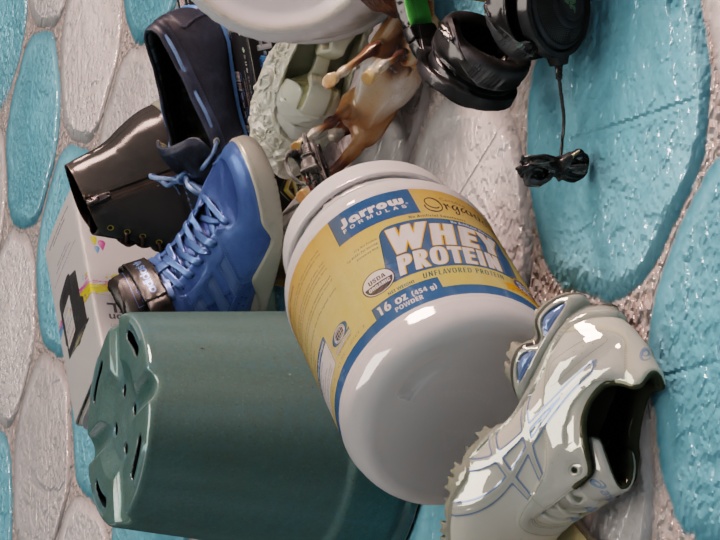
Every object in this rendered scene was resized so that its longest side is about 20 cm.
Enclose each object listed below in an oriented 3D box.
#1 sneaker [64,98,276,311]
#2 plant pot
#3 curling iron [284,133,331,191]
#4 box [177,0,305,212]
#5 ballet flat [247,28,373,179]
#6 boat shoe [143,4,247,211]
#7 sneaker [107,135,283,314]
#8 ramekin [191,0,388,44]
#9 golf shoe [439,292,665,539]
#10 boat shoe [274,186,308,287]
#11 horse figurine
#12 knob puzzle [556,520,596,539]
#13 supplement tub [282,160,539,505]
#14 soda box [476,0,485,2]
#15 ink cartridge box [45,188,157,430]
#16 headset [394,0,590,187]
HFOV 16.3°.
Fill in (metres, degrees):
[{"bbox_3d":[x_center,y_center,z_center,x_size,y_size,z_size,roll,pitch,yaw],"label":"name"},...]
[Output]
[{"bbox_3d":[-0.151,-0.025,1.983,0.201,0.106,0.075,61,165,-13],"label":"sneaker"},{"bbox_3d":[-0.079,0.110,1.760,0.200,0.195,0.201,-174,90,-67],"label":"plant pot"},{"bbox_3d":[0.000,0.000,1.694,0.201,0.025,0.050,63,-167,0],"label":"curling iron"},{"bbox_3d":[-0.085,-0.136,1.953,0.159,0.046,0.201,-163,60,-67],"label":"box"},{"bbox_3d":[-0.030,-0.156,1.829,0.201,0.071,0.072,-70,25,15],"label":"ballet flat"},{"bbox_3d":[-0.130,-0.097,1.903,0.084,0.068,0.201,-10,96,47],"label":"boat shoe"},{"bbox_3d":[-0.123,-0.004,1.815,0.077,0.111,0.201,-122,31,-41],"label":"sneaker"},{"bbox_3d":[-0.050,-0.248,1.729,0.094,0.201,0.203,-49,-27,-70],"label":"ramekin"},{"bbox_3d":[0.111,0.117,1.438,0.097,0.078,0.201,41,119,49],"label":"golf shoe"},{"bbox_3d":[-0.024,-0.032,1.834,0.200,0.070,0.070,-24,56,61],"label":"boat shoe"},{"bbox_3d":[0.010,-0.132,1.740,0.050,0.133,0.200,38,136,10],"label":"horse figurine"},{"bbox_3d":[0.095,0.225,1.512,0.220,0.030,0.220,-48,31,42],"label":"knob puzzle"},{"bbox_3d":[0.034,0.033,1.562,0.200,0.144,0.145,-118,39,-53],"label":"supplement tub"},{"bbox_3d":[0.098,-0.269,1.581,0.068,0.064,0.201,-115,37,-50],"label":"soda box"},{"bbox_3d":[-0.169,0.036,2.068,0.201,0.145,0.083,-107,33,-42],"label":"ink cartridge box"},{"bbox_3d":[0.082,-0.141,1.527,0.123,0.094,0.201,-39,73,38],"label":"headset"}]
